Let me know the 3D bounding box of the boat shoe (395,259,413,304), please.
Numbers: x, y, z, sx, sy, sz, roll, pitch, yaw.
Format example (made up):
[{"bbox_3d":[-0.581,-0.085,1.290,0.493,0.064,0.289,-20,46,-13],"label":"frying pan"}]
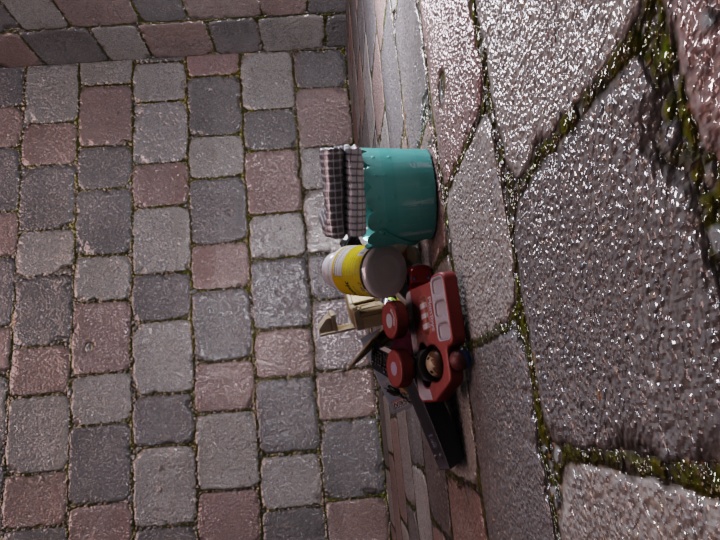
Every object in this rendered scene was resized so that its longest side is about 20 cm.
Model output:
[{"bbox_3d":[0.079,0.005,1.390,0.202,0.074,0.065,54,155,32],"label":"boat shoe"}]

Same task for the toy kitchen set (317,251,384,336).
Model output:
[{"bbox_3d":[-0.037,0.048,1.409,0.200,0.162,0.182,-153,51,-82],"label":"toy kitchen set"}]

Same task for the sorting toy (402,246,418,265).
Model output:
[{"bbox_3d":[0.111,-0.026,1.480,0.200,0.036,0.186,-100,6,-59],"label":"sorting toy"}]

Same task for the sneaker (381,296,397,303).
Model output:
[{"bbox_3d":[0.105,0.129,1.465,0.201,0.082,0.072,-95,-15,-44],"label":"sneaker"}]

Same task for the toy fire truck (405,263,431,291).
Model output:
[{"bbox_3d":[0.128,0.082,1.179,0.141,0.048,0.202,111,155,-82],"label":"toy fire truck"}]

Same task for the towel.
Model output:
[{"bbox_3d":[-0.039,-0.154,1.120,0.200,0.085,0.167,-112,18,-78],"label":"towel"}]

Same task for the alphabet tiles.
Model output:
[{"bbox_3d":[0.044,0.142,1.304,0.006,0.166,0.200,44,138,10],"label":"alphabet tiles"}]

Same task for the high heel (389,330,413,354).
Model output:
[{"bbox_3d":[0.101,0.125,1.321,0.200,0.095,0.068,-100,6,-59],"label":"high heel"}]

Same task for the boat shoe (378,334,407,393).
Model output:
[{"bbox_3d":[0.101,0.234,1.341,0.200,0.071,0.076,54,-178,-33],"label":"boat shoe"}]

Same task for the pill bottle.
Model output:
[{"bbox_3d":[0.000,0.000,1.283,0.199,0.111,0.112,3,99,56],"label":"pill bottle"}]

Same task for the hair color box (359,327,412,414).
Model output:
[{"bbox_3d":[0.077,0.245,1.477,0.201,0.060,0.099,65,-163,6],"label":"hair color box"}]

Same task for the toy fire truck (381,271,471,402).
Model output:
[{"bbox_3d":[0.121,0.115,0.978,0.168,0.111,0.202,146,120,-65],"label":"toy fire truck"}]

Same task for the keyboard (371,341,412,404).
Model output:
[{"bbox_3d":[0.094,0.232,1.222,0.199,0.021,0.128,23,130,44],"label":"keyboard"}]

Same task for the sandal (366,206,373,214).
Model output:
[{"bbox_3d":[0.054,-0.200,1.313,0.207,0.079,0.059,-51,-11,-41],"label":"sandal"}]

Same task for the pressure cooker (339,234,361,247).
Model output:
[{"bbox_3d":[0.024,-0.038,1.794,0.200,0.177,0.177,112,151,-82],"label":"pressure cooker"}]

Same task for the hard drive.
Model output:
[{"bbox_3d":[0.130,0.263,1.090,0.135,0.042,0.201,94,155,-71],"label":"hard drive"}]

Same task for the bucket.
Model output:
[{"bbox_3d":[0.069,-0.144,1.160,0.207,0.134,0.209,176,90,-87],"label":"bucket"}]

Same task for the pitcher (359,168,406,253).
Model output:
[{"bbox_3d":[0.064,-0.124,1.385,0.121,0.171,0.201,-42,48,37],"label":"pitcher"}]
